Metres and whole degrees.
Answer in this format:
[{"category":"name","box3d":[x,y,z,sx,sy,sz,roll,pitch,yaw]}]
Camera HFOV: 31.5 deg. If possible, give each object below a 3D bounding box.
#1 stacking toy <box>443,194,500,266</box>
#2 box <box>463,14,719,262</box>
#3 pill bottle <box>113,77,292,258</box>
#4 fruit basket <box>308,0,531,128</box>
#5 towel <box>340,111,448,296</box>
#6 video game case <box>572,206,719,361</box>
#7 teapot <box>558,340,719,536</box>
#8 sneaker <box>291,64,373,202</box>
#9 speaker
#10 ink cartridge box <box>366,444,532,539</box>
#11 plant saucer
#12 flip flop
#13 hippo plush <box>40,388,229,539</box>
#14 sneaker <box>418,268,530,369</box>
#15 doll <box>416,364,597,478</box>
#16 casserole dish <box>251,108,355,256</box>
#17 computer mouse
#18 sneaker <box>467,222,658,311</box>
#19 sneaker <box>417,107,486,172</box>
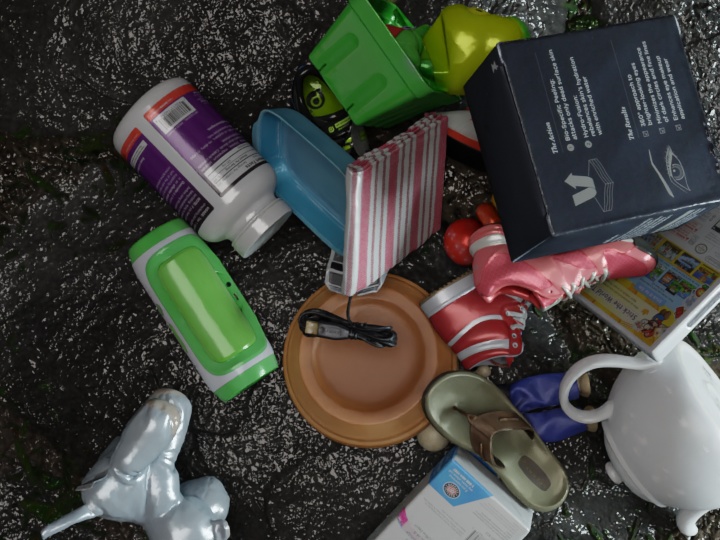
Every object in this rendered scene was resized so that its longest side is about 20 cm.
[{"category":"stacking toy","box3d":[0.179,-0.075,1.430,0.200,0.085,0.086,-33,87,4]},{"category":"box","box3d":[0.232,-0.131,1.275,0.199,0.117,0.197,-11,80,-16]},{"category":"pill bottle","box3d":[-0.172,-0.111,1.422,0.112,0.112,0.200,-44,87,-1]},{"category":"fruit basket","box3d":[0.071,-0.240,1.375,0.215,0.216,0.156,-35,86,0]},{"category":"towel","box3d":[0.034,-0.074,1.353,0.030,0.200,0.147,18,122,27]},{"category":"video game case","box3d":[0.322,-0.013,1.375,0.182,0.200,0.023,-45,125,0]},{"category":"teapot","box3d":[0.324,0.179,1.368,0.146,0.197,0.200,-35,70,20]},{"category":"sneaker","box3d":[-0.023,-0.143,1.425,0.071,0.083,0.200,-29,80,-1]},{"category":"speaker","box3d":[-0.176,0.043,1.429,0.088,0.088,0.200,-33,87,0]},{"category":"ink cartridge box","box3d":[0.080,0.304,1.404,0.115,0.068,0.200,42,103,2]},{"category":"plant saucer","box3d":[0.009,0.097,1.426,0.199,0.037,0.201,-2,76,6]},{"category":"flip flop","box3d":[0.151,0.183,1.372,0.081,0.058,0.200,-45,96,-8]},{"category":"hippo plush","box3d":[-0.205,0.235,1.379,0.161,0.200,0.159,40,111,-5]},{"category":"sneaker","box3d":[0.176,0.035,1.412,0.200,0.071,0.113,-29,81,-11]},{"category":"doll","box3d":[0.162,0.170,1.431,0.199,0.048,0.137,-10,86,1]},{"category":"casserole dish","box3d":[-0.047,-0.103,1.403,0.039,0.121,0.200,-28,55,-28]},{"category":"computer mouse","box3d":[0.000,0.000,1.416,0.109,0.044,0.200,2,54,15]},{"category":"sneaker","box3d":[0.212,0.005,1.347,0.199,0.074,0.087,2,67,4]},{"category":"sneaker","box3d":[0.165,-0.164,1.411,0.201,0.067,0.108,24,75,40]}]
